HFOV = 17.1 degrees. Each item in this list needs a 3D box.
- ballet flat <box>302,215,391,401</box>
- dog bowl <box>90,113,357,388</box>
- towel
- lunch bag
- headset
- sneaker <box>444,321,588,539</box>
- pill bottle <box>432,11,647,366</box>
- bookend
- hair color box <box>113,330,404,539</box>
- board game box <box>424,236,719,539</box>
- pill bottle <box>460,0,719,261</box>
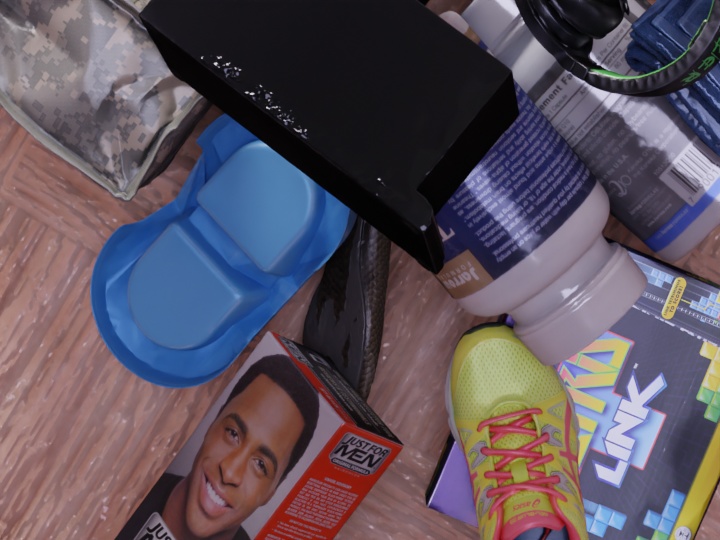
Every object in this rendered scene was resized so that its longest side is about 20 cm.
[{"bbox_3d":[0.000,0.000,1.511,0.046,0.067,0.201,1,93,-41],"label":"ballet flat"},{"bbox_3d":[-0.079,-0.016,1.484,0.111,0.050,0.200,46,110,10],"label":"dog bowl"},{"bbox_3d":[0.249,-0.154,1.442,0.112,0.049,0.200,46,53,1],"label":"towel"},{"bbox_3d":[-0.179,-0.147,1.446,0.200,0.164,0.118,37,97,-3],"label":"lunch bag"},{"bbox_3d":[0.141,-0.182,1.375,0.200,0.094,0.124,42,112,27],"label":"headset"},{"bbox_3d":[0.101,0.129,1.441,0.078,0.090,0.200,-15,91,4],"label":"sneaker"},{"bbox_3d":[0.075,-0.044,1.414,0.111,0.111,0.200,-40,98,2],"label":"pill bottle"},{"bbox_3d":[0.022,-0.142,1.307,0.199,0.092,0.200,37,83,14],"label":"bookend"},{"bbox_3d":[-0.073,0.148,1.465,0.061,0.102,0.200,26,105,-44],"label":"hair color box"},{"bbox_3d":[0.153,0.086,1.510,0.165,0.057,0.200,22,93,-2],"label":"board game box"},{"bbox_3d":[0.152,-0.110,1.470,0.200,0.114,0.114,41,93,-1],"label":"pill bottle"}]
